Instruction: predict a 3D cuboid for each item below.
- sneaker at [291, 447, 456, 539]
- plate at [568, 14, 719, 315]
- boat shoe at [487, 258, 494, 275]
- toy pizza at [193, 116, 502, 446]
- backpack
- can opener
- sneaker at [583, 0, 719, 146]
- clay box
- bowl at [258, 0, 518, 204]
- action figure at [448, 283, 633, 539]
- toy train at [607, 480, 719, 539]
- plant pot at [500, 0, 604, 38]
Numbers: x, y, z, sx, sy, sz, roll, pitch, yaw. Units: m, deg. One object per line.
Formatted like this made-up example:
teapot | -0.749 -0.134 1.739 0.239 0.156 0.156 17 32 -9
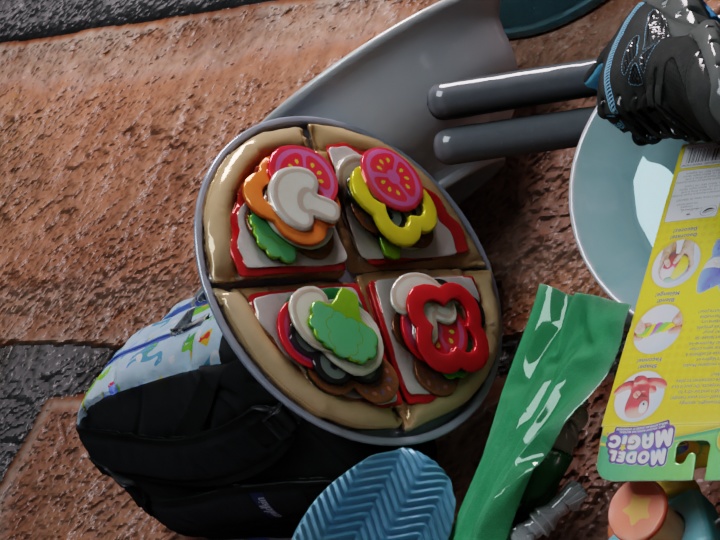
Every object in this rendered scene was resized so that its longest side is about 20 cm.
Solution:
sneaker | -0.020 0.183 1.430 0.201 0.076 0.081 -57 1 -13
plate | 0.210 -0.051 1.453 0.199 0.026 0.201 -11 61 21
boat shoe | -0.013 0.024 1.606 0.199 0.068 0.072 -18 43 34
toy pizza | 0.000 0.000 1.467 0.032 0.199 0.201 -39 29 46
backpack | -0.070 0.085 1.545 0.199 0.163 0.154 -26 30 36
can opener | 0.137 -0.095 1.533 0.199 0.053 0.066 -9 -1 -4
sneaker | 0.170 -0.090 1.402 0.082 0.073 0.200 -42 15 9
clay box | 0.195 0.026 1.345 0.114 0.048 0.201 -4 56 38
bowl | 0.025 -0.077 1.617 0.201 0.091 0.201 -34 -7 -5
action figure | 0.087 0.110 1.412 0.201 0.054 0.118 -65 14 -5
toy train | 0.173 0.156 1.291 0.199 0.056 0.151 0 54 46
plant pot | 0.086 -0.286 1.715 0.199 0.188 0.201 -27 38 24
